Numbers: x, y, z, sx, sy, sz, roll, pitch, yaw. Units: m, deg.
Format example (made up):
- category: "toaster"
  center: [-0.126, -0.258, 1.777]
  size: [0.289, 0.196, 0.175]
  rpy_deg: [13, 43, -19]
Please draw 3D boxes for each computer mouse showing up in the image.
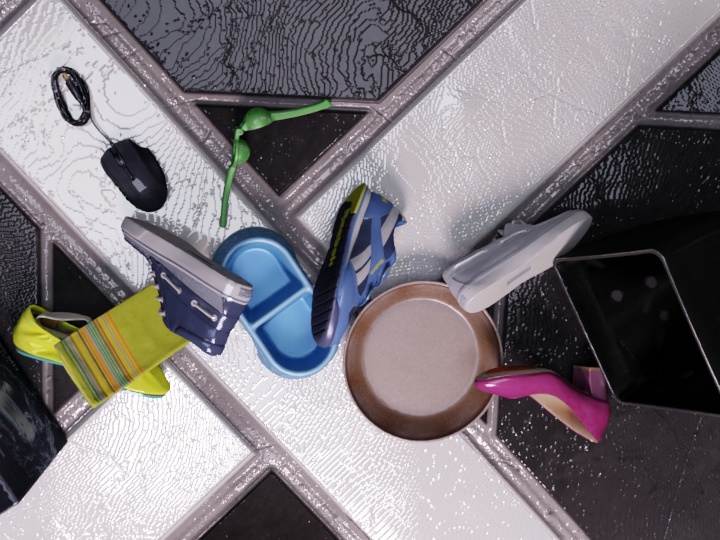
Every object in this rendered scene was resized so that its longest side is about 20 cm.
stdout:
- category: "computer mouse"
  center: [-0.298, -0.154, 1.112]
  size: [0.058, 0.034, 0.201]
  rpy_deg: [-38, 98, 3]

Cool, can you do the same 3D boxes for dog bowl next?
- category: "dog bowl"
  center: [-0.100, 0.042, 1.134]
  size: [0.111, 0.050, 0.201]
  rpy_deg: [-35, 97, -7]

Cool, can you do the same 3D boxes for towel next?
- category: "towel"
  center: [-0.254, 0.070, 1.111]
  size: [0.199, 0.018, 0.087]
  rpy_deg: [-35, 101, -25]

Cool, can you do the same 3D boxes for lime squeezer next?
- category: "lime squeezer"
  center: [-0.126, -0.148, 1.128]
  size: [0.200, 0.038, 0.071]
  rpy_deg: [-49, 129, 3]

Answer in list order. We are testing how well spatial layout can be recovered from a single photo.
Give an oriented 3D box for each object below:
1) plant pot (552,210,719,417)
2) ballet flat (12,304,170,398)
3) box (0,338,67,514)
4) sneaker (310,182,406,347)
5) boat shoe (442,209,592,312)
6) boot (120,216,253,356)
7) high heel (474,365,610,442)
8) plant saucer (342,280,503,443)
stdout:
- category: "plant pot"
  center: [0.380, 0.030, 1.095]
  size: [0.176, 0.200, 0.201]
  rpy_deg: [-30, 99, -20]
- category: "ballet flat"
  center: [-0.316, 0.093, 1.126]
  size: [0.198, 0.067, 0.068]
  rpy_deg: [20, 106, -3]
- category: "box"
  center: [-0.453, 0.173, 1.063]
  size: [0.117, 0.200, 0.198]
  rpy_deg: [-30, 99, 2]
- category: "sneaker"
  center: [0.000, 0.000, 1.107]
  size: [0.082, 0.074, 0.202]
  rpy_deg: [25, 73, -22]
- category: "boat shoe"
  center: [0.188, -0.025, 1.141]
  size: [0.199, 0.072, 0.069]
  rpy_deg: [-35, 64, -8]
- category: "boot"
  center: [-0.218, 0.015, 1.086]
  size: [0.199, 0.073, 0.091]
  rpy_deg: [30, 97, 29]
- category: "high heel"
  center: [0.224, 0.165, 1.144]
  size: [0.197, 0.067, 0.098]
  rpy_deg: [2, 89, -23]
- category: "plant saucer"
  center: [0.076, 0.110, 1.167]
  size: [0.197, 0.037, 0.203]
  rpy_deg: [0, 97, -3]
